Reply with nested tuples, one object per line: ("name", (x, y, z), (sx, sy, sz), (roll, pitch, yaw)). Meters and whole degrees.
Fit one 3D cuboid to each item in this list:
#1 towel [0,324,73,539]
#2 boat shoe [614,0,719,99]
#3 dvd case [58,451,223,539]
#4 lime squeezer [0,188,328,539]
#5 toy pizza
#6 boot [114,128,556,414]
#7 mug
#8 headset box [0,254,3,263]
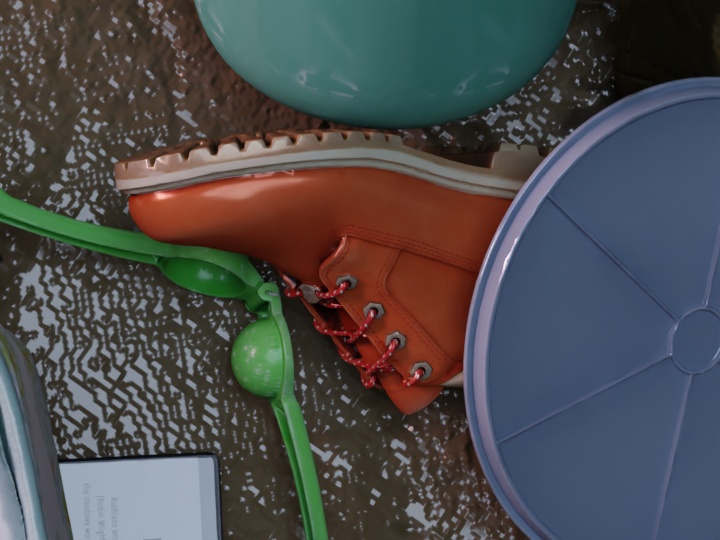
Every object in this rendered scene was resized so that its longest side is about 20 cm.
("towel", (-0.120, 0.111, 0.691), (0.048, 0.171, 0.202), (-11, 84, -7))
("boat shoe", (0.142, -0.130, 0.779), (0.074, 0.201, 0.066), (36, 61, 17))
("dvd case", (-0.150, 0.150, 0.780), (0.198, 0.025, 0.152), (-2, 83, -9))
("lime squeezer", (-0.055, 0.028, 0.794), (0.200, 0.038, 0.071), (50, 47, -2))
("toy pizza", (0.124, 0.024, 0.801), (0.199, 0.032, 0.202), (-6, 105, -25))
("boot", (0.000, 0.000, 0.779), (0.199, 0.075, 0.108), (5, 90, -25))
("mug", (0.025, -0.124, 0.776), (0.183, 0.115, 0.153), (5, 42, 0))
("headset box", (-0.250, 0.000, 0.721), (0.200, 0.077, 0.149), (-42, 134, -10))
